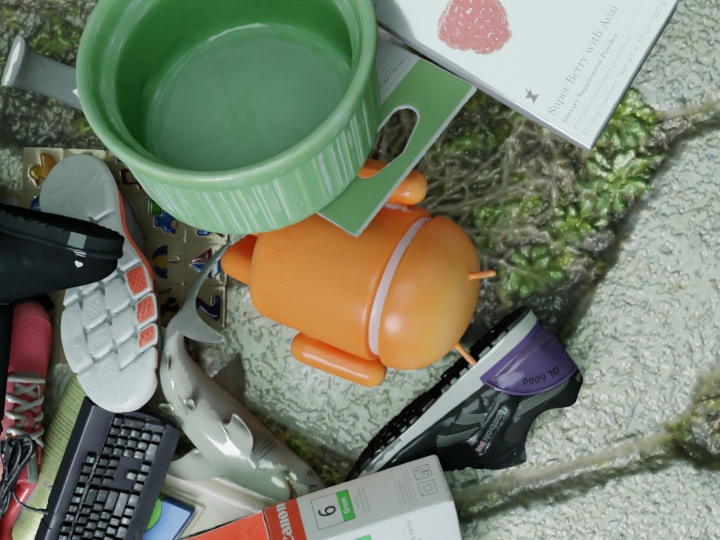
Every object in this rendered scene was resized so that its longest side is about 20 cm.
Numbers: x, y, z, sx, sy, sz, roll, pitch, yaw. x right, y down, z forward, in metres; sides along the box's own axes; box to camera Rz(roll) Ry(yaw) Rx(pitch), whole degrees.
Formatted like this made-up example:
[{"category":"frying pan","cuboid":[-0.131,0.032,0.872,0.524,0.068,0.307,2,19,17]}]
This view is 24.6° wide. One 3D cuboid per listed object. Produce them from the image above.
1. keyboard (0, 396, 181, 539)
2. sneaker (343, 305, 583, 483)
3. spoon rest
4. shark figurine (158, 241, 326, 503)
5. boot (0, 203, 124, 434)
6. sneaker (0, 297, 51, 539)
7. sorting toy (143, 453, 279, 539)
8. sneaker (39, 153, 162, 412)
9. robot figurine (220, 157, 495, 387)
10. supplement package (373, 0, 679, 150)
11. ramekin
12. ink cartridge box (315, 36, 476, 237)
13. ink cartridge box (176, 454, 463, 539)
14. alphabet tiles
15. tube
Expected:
[{"category":"keyboard","cuboid":[-0.217,0.181,1.201,0.126,0.021,0.201,15,110,-19]},{"category":"sneaker","cuboid":[0.076,0.124,1.209,0.200,0.076,0.088,-42,93,9]},{"category":"spoon rest","cuboid":[-0.167,-0.125,1.240,0.198,0.061,0.100,20,89,-6]},{"category":"shark figurine","cuboid":[-0.105,0.079,1.212,0.127,0.090,0.216,-3,129,29]},{"category":"boot","cuboid":[-0.257,0.035,1.156,0.197,0.073,0.164,12,93,30]},{"category":"sneaker","cuboid":[-0.260,0.122,1.235,0.086,0.073,0.202,23,99,38]},{"category":"sorting toy","cuboid":[-0.138,0.249,1.265,0.184,0.036,0.202,21,97,6]},{"category":"sneaker","cuboid":[-0.174,0.012,1.205,0.076,0.082,0.202,-19,67,13]},{"category":"robot figurine","cuboid":[0.000,0.001,1.181,0.199,0.117,0.145,21,79,18]},{"category":"supplement package","cuboid":[0.107,-0.185,1.157,0.199,0.120,0.122,31,98,5]},{"category":"ramekin","cuboid":[-0.079,-0.122,1.095,0.198,0.098,0.202,-5,62,9]},{"category":"ink cartridge box","cuboid":[-0.036,-0.112,1.164,0.199,0.048,0.146,32,71,21]},{"category":"ink cartridge box","cuboid":[-0.024,0.212,1.192,0.198,0.051,0.110,-18,133,-3]},{"category":"alphabet tiles","cuboid":[-0.199,-0.009,1.273,0.198,0.006,0.168,2,95,8]},{"category":"tube","cuboid":[-0.208,0.120,1.259,0.058,0.052,0.201,25,98,-14]}]
